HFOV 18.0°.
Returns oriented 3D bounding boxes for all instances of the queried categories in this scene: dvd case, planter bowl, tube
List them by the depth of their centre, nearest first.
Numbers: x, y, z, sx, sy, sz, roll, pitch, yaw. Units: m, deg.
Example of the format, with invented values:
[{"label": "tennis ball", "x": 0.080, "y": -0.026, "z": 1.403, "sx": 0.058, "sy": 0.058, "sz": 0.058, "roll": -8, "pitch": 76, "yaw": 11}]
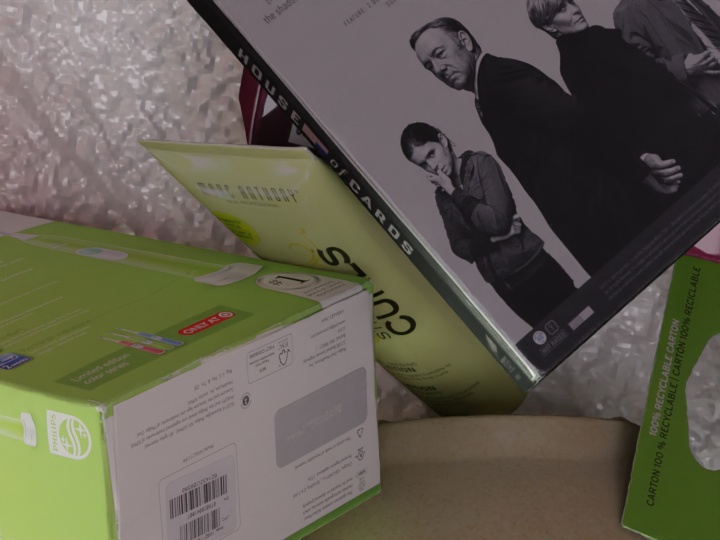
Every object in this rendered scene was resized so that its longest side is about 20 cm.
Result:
[{"label": "dvd case", "x": 0.045, "y": -0.082, "z": 0.771, "sx": 0.150, "sy": 0.025, "sz": 0.200, "roll": -39, "pitch": 84, "yaw": -19}, {"label": "tube", "x": 0.000, "y": 0.000, "z": 0.850, "sx": 0.058, "sy": 0.052, "sz": 0.200, "roll": -33, "pitch": 141, "yaw": 13}, {"label": "planter bowl", "x": 0.055, "y": 0.128, "z": 0.883, "sx": 0.198, "sy": 0.200, "sz": 0.136, "roll": 0, "pitch": 80, "yaw": -4}]

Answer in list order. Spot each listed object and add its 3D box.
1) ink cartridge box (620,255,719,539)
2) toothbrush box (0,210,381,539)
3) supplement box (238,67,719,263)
[{"label": "ink cartridge box", "x": 0.211, "y": 0.059, "z": 0.841, "sx": 0.199, "sy": 0.149, "sz": 0.076, "roll": 22, "pitch": 144, "yaw": -6}, {"label": "toothbrush box", "x": -0.113, "y": 0.046, "z": 0.810, "sx": 0.199, "sy": 0.145, "sz": 0.087, "roll": 12, "pitch": 112, "yaw": 34}, {"label": "supplement box", "x": 0.059, "y": -0.073, "z": 0.856, "sx": 0.198, "sy": 0.110, "sz": 0.086, "roll": 13, "pitch": 103, "yaw": -7}]
